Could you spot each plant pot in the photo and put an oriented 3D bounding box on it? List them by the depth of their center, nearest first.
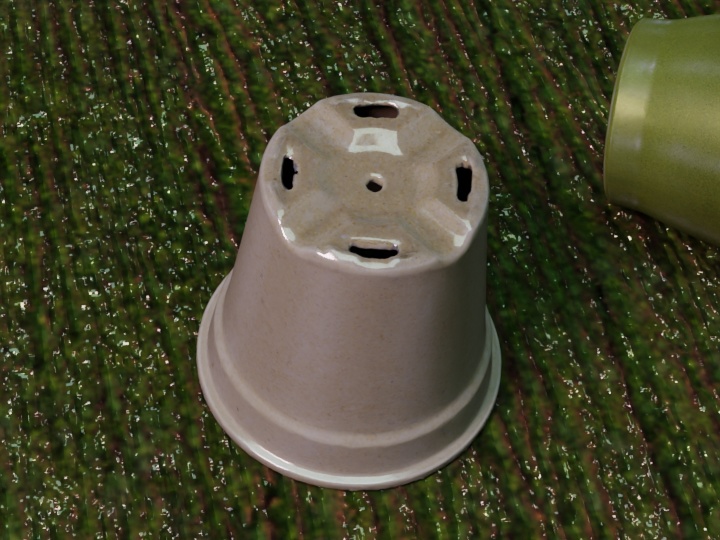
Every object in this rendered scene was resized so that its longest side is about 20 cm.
[{"bbox_3d":[0.000,0.000,1.016,0.199,0.184,0.202,3,53,-4],"label":"plant pot"},{"bbox_3d":[0.269,-0.093,1.125,0.192,0.201,0.201,11,52,18],"label":"plant pot"}]
